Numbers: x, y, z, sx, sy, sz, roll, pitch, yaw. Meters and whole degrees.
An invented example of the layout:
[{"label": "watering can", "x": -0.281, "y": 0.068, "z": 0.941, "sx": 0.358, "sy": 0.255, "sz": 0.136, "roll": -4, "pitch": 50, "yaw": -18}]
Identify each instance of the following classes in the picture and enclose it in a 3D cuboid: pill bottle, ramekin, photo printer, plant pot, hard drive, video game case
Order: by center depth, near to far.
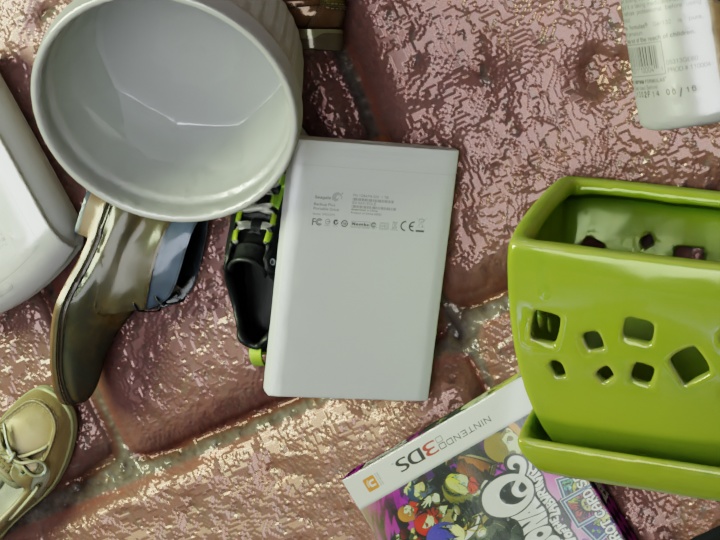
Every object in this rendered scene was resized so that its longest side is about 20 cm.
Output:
[{"label": "pill bottle", "x": 0.239, "y": -0.206, "z": 1.307, "sx": 0.114, "sy": 0.114, "sz": 0.201, "roll": -8, "pitch": 97, "yaw": 19}, {"label": "plant pot", "x": 0.213, "y": 0.049, "z": 1.322, "sx": 0.198, "sy": 0.200, "sz": 0.182, "roll": 7, "pitch": 109, "yaw": 16}, {"label": "ramekin", "x": -0.135, "y": -0.145, "z": 1.374, "sx": 0.199, "sy": 0.105, "sz": 0.201, "roll": 5, "pitch": 128, "yaw": 7}, {"label": "hard drive", "x": 0.000, "y": 0.000, "z": 1.433, "sx": 0.131, "sy": 0.027, "sz": 0.201, "roll": 3, "pitch": 102, "yaw": -17}, {"label": "video game case", "x": 0.111, "y": 0.205, "z": 1.461, "sx": 0.181, "sy": 0.036, "sz": 0.200, "roll": -31, "pitch": 89, "yaw": 21}, {"label": "photo printer", "x": -0.332, "y": -0.060, "z": 1.537, "sx": 0.166, "sy": 0.069, "sz": 0.200, "roll": -29, "pitch": 90, "yaw": 20}]

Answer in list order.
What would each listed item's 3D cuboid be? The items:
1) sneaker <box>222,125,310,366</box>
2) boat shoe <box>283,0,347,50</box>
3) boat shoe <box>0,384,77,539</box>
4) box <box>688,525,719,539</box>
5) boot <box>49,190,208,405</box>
[{"label": "sneaker", "x": -0.070, "y": -0.026, "z": 1.453, "sx": 0.071, "sy": 0.083, "sz": 0.201, "roll": 0, "pitch": 100, "yaw": 17}, {"label": "boat shoe", "x": -0.108, "y": -0.210, "z": 1.445, "sx": 0.199, "sy": 0.072, "sz": 0.068, "roll": 4, "pitch": 97, "yaw": 7}, {"label": "boat shoe", "x": -0.313, "y": 0.184, "z": 1.577, "sx": 0.073, "sy": 0.063, "sz": 0.201, "roll": 44, "pitch": 109, "yaw": 6}, {"label": "box", "x": 0.340, "y": 0.268, "z": 1.353, "sx": 0.198, "sy": 0.123, "sz": 0.200, "roll": -28, "pitch": 89, "yaw": 19}, {"label": "boot", "x": -0.189, "y": 0.025, "z": 1.505, "sx": 0.097, "sy": 0.075, "sz": 0.201, "roll": 17, "pitch": 102, "yaw": 17}]
